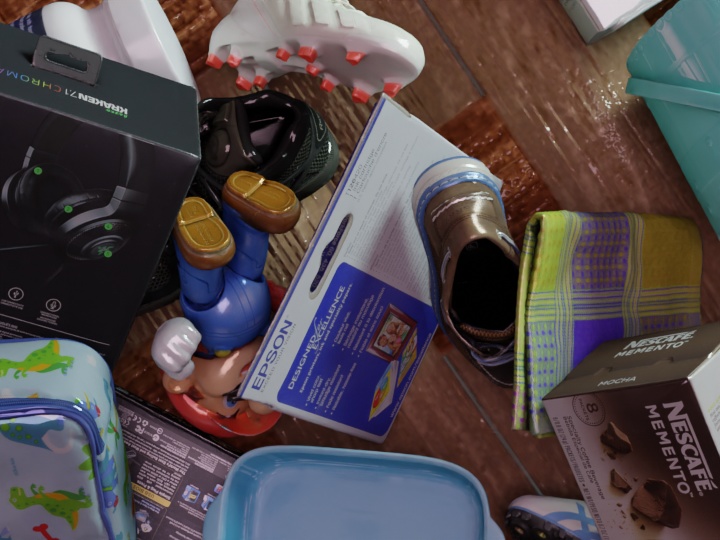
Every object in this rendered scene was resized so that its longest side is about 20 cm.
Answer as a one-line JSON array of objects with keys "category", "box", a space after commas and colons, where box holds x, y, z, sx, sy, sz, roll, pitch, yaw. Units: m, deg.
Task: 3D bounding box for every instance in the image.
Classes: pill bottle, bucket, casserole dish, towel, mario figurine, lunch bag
[{"category": "pill bottle", "box": [-0.210, -0.103, 1.141, 0.199, 0.116, 0.116, -26, 89, 4]}, {"category": "bucket", "box": [0.274, -0.122, 1.110, 0.206, 0.207, 0.135, -31, 79, -1]}, {"category": "casserole dish", "box": [-0.002, 0.174, 1.113, 0.198, 0.039, 0.122, 3, 87, 18]}, {"category": "towel", "box": [0.164, 0.033, 1.129, 0.023, 0.199, 0.145, 3, 90, 41]}, {"category": "mario figurine", "box": [-0.071, 0.040, 1.116, 0.122, 0.201, 0.106, -2, 48, -7]}, {"category": "lunch bag", "box": [-0.221, 0.139, 1.071, 0.159, 0.083, 0.201, -2, 128, 1]}]

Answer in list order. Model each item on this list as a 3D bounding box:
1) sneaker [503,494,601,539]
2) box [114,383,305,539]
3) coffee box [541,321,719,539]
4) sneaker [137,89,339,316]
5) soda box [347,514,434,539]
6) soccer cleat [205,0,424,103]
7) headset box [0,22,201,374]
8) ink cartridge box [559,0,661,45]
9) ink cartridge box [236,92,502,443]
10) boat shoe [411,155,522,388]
[{"category": "sneaker", "box": [0.194, 0.180, 1.174, 0.198, 0.072, 0.073, 14, 62, 4]}, {"category": "box", "box": [-0.155, 0.172, 1.176, 0.199, 0.049, 0.162, 26, 88, 1]}, {"category": "coffee box", "box": [0.205, 0.140, 1.054, 0.080, 0.113, 0.201, -34, 105, -42]}, {"category": "sneaker", "box": [-0.110, -0.049, 1.143, 0.199, 0.114, 0.076, -34, 69, 0]}, {"category": "soda box", "box": [0.086, 0.216, 1.145, 0.199, 0.071, 0.064, 16, 91, 14]}, {"category": "soccer cleat", "box": [-0.027, -0.156, 1.122, 0.069, 0.199, 0.078, 37, 74, -36]}, {"category": "headset box", "box": [-0.204, -0.043, 1.048, 0.173, 0.093, 0.201, 16, 119, -17]}, {"category": "ink cartridge box", "box": [0.161, -0.271, 1.167, 0.145, 0.083, 0.201, -33, 90, -1]}, {"category": "ink cartridge box", "box": [0.000, 0.000, 1.110, 0.047, 0.200, 0.199, 26, 89, 31]}, {"category": "boat shoe", "box": [0.079, 0.021, 1.115, 0.072, 0.200, 0.073, -22, 46, 7]}]
